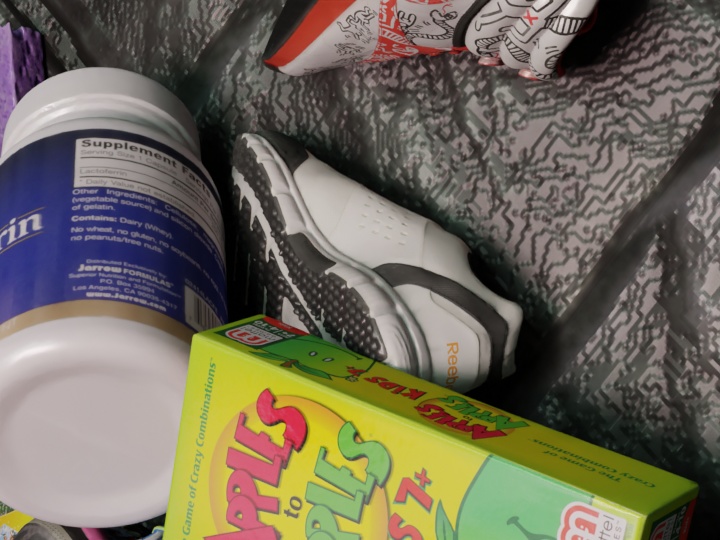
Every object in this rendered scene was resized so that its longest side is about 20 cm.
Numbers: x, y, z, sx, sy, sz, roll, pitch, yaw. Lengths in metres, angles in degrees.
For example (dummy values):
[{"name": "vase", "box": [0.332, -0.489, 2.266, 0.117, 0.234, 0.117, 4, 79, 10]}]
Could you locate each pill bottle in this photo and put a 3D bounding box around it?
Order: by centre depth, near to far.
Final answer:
[{"name": "pill bottle", "box": [-0.116, 0.005, 0.946, 0.116, 0.116, 0.200, -41, 33, 26]}]

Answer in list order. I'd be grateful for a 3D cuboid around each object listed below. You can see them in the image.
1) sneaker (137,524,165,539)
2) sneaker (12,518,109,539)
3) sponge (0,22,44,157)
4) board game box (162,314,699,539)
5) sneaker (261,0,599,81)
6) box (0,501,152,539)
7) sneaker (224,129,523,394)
[{"name": "sneaker", "box": [-0.051, 0.125, 0.917, 0.076, 0.105, 0.201, 37, 106, 36]}, {"name": "sneaker", "box": [-0.183, 0.192, 0.972, 0.074, 0.087, 0.200, 46, 110, 33]}, {"name": "sponge", "box": [-0.242, -0.045, 1.146, 0.199, 0.030, 0.112, -22, 70, 33]}, {"name": "board game box", "box": [0.020, 0.098, 0.809, 0.199, 0.048, 0.102, 20, 110, 30]}, {"name": "sneaker", "box": [0.032, -0.108, 0.914, 0.067, 0.108, 0.201, -68, 13, -20]}, {"name": "box", "box": [-0.175, 0.202, 1.045, 0.136, 0.038, 0.201, 23, 97, 38]}, {"name": "sneaker", "box": [0.000, 0.000, 0.930, 0.200, 0.080, 0.074, 51, 142, 48]}]
